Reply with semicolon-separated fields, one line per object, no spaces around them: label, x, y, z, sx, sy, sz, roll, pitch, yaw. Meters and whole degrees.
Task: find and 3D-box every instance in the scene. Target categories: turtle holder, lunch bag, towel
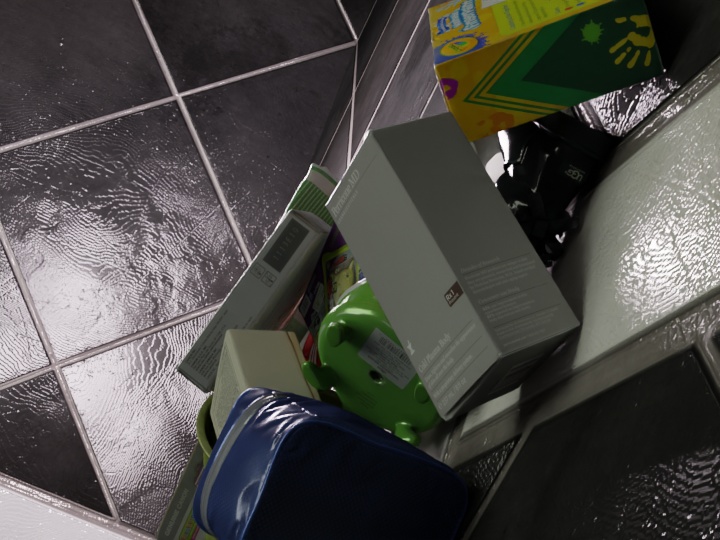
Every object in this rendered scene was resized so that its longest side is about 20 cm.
turtle holder;0.041;0.076;1.160;0.132;0.140;0.187;-50;-34;-36
lunch bag;-0.022;0.180;1.021;0.137;0.199;0.132;-64;27;-2
towel;-0.049;-0.003;1.498;0.023;0.152;0.201;0;56;52

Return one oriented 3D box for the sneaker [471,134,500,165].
sneaker;0.096;-0.119;1.354;0.115;0.074;0.199;-35;7;-34

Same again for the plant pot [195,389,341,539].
plant pot;-0.083;0.244;1.320;0.201;0.198;0.192;-83;6;-62

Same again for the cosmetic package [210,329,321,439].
cosmetic package;-0.080;0.150;1.180;0.201;0.072;0.104;-117;35;-54

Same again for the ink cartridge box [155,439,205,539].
ink cartridge box;-0.110;0.232;1.445;0.084;0.174;0.202;-105;41;-77

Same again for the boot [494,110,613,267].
boot;0.128;-0.061;1.098;0.164;0.073;0.198;-60;17;8

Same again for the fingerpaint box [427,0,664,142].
fingerpaint box;0.144;-0.188;1.068;0.165;0.074;0.200;-19;22;9

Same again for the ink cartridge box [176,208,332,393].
ink cartridge box;-0.096;0.030;1.356;0.201;0.043;0.174;-54;-6;5

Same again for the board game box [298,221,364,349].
board game box;0.000;0.000;1.255;0.201;0.032;0.121;-66;32;32

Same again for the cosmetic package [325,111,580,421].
cosmetic package;0.064;-0.006;0.976;0.090;0.201;0.107;-19;-23;-33

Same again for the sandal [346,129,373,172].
sandal;0.014;-0.041;1.111;0.059;0.079;0.208;-28;40;16

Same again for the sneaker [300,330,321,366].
sneaker;-0.010;0.038;1.429;0.115;0.078;0.202;156;129;-68
